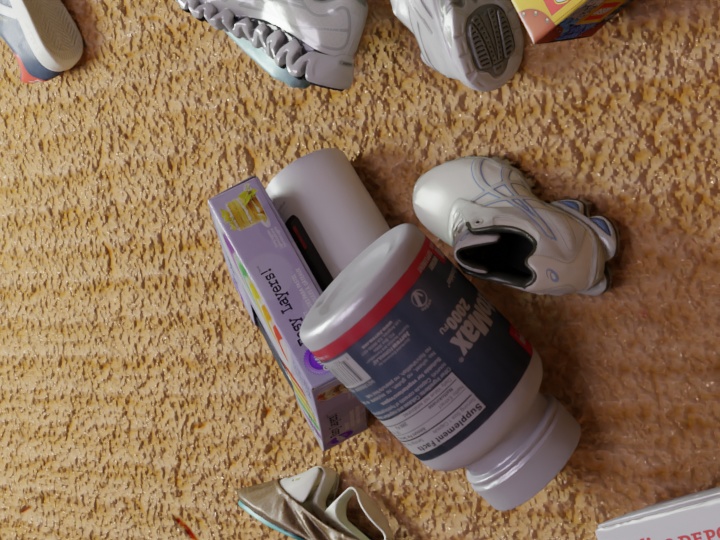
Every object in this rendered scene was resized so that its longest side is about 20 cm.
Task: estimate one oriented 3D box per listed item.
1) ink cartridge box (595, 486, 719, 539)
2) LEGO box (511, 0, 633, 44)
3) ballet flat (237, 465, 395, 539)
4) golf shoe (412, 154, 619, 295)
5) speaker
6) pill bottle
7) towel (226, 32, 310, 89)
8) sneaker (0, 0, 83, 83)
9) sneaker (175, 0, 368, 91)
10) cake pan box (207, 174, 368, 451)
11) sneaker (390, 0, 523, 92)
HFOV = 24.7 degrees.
[{"bbox_3d":[0.258,0.242,1.092,0.144,0.084,0.201,-25,81,48],"label":"ink cartridge box"},{"bbox_3d":[0.140,-0.277,1.094,0.149,0.077,0.201,-37,75,41],"label":"LEGO box"},{"bbox_3d":[-0.025,0.216,1.434,0.199,0.068,0.073,29,100,41],"label":"ballet flat"},{"bbox_3d":[0.092,-0.033,1.209,0.199,0.097,0.079,22,116,46],"label":"golf shoe"},{"bbox_3d":[0.000,0.000,1.336,0.081,0.081,0.201,-50,62,42],"label":"speaker"},{"bbox_3d":[0.063,0.075,1.205,0.200,0.120,0.119,45,138,-10],"label":"pill bottle"},{"bbox_3d":[-0.079,-0.275,1.386,0.200,0.048,0.172,45,130,33],"label":"towel"},{"bbox_3d":[-0.354,-0.283,1.676,0.084,0.075,0.201,-28,78,44],"label":"sneaker"},{"bbox_3d":[-0.075,-0.218,1.318,0.199,0.075,0.082,31,108,25],"label":"sneaker"},{"bbox_3d":[-0.056,0.040,1.362,0.185,0.052,0.200,62,172,18],"label":"cake pan box"},{"bbox_3d":[0.050,-0.229,1.209,0.099,0.078,0.202,12,120,53],"label":"sneaker"}]
